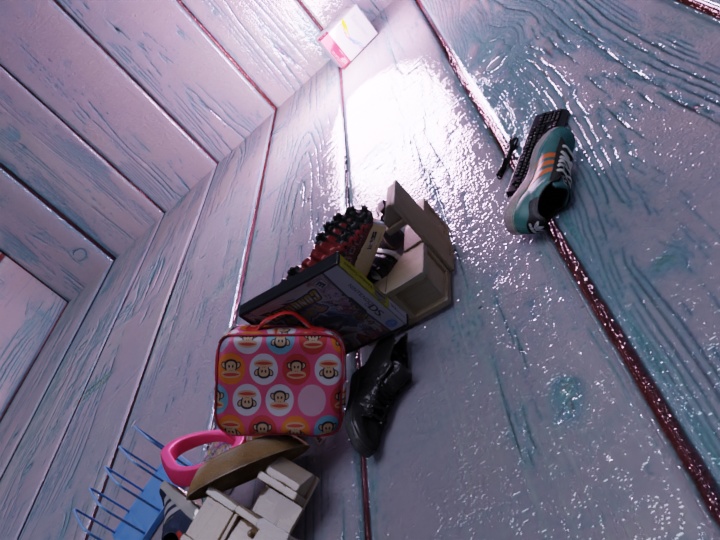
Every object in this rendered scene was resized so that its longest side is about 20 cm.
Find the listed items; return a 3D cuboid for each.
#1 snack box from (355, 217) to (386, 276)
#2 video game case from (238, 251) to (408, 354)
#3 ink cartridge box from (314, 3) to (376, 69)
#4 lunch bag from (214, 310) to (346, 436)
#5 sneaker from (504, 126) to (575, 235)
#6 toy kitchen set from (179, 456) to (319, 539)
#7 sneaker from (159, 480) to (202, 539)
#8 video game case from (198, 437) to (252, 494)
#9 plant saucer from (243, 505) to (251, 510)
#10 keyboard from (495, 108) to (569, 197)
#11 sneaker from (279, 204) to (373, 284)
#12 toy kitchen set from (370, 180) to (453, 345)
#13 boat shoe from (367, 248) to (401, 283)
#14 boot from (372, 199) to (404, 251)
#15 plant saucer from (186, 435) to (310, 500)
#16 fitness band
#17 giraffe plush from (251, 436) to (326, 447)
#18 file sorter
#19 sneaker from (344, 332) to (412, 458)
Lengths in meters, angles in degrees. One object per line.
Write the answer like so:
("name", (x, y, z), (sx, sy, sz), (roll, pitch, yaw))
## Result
("snack box", (-0.021, 0.004, 1.105), (0.204, 0.036, 0.116), (-68, -19, 9))
("video game case", (-0.055, 0.069, 0.961), (0.197, 0.180, 0.026), (-27, 42, 27))
("ink cartridge box", (-0.057, -0.935, 2.511), (0.200, 0.145, 0.146), (-44, 26, 5))
("lunch bag", (-0.117, 0.149, 0.930), (0.082, 0.194, 0.181), (-109, 21, -86))
("sneaker", (0.300, -0.139, 0.977), (0.079, 0.071, 0.203), (7, 63, 53))
("toy kitchen set", (-0.135, 0.305, 0.801), (0.196, 0.182, 0.165), (20, 64, 27))
("sneaker", (-0.288, 0.398, 0.994), (0.199, 0.074, 0.086), (-5, 55, 59))
("video game case", (-0.231, 0.312, 1.193), (0.142, 0.018, 0.202), (-7, 46, 53))
("plant saucer", (-0.220, 0.456, 0.945), (0.198, 0.048, 0.202), (-6, 47, 52))
("keyboard", (0.297, -0.210, 1.126), (0.126, 0.021, 0.202), (-14, 41, 48))
("sneaker", (-0.040, -0.011, 1.012), (0.202, 0.098, 0.070), (-52, 40, -9))
("toy kitchen set", (0.041, -0.027, 1.076), (0.179, 0.163, 0.202), (-31, 30, 28))
("boat shoe", (0.001, 0.002, 1.213), (0.197, 0.075, 0.066), (7, 44, 47))
("boot", (0.036, -0.063, 1.268), (0.097, 0.074, 0.201), (-47, 15, 20))
("plant saucer", (-0.173, 0.291, 0.958), (0.198, 0.199, 0.036), (-34, 68, 24))
("fitness band", (-0.272, 0.316, 1.098), (0.141, 0.038, 0.199), (-17, 8, -26))
("giraffe plush", (-0.150, 0.200, 1.050), (0.174, 0.163, 0.198), (-52, 30, -18))
("file sorter", (-0.447, 0.429, 1.236), (0.138, 0.123, 0.202), (1, 53, 56))
("sneaker", (0.033, 0.174, 0.944), (0.104, 0.060, 0.201), (-39, 24, 22))
